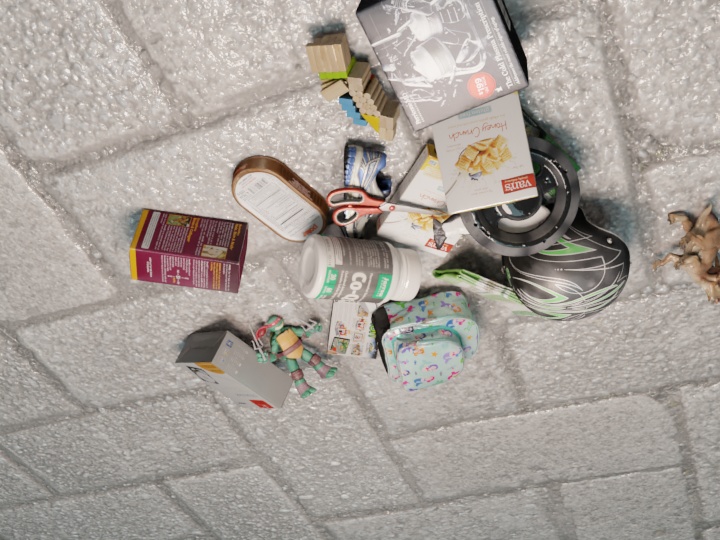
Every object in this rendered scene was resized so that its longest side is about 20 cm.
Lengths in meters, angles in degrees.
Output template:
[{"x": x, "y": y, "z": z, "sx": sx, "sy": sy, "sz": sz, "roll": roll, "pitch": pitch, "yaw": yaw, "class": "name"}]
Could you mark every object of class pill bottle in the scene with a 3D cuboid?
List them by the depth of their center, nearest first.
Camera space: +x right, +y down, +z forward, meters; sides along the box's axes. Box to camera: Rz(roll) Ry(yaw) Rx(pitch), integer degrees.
[{"x": 0.000, "y": 0.000, "z": 1.442, "sx": 0.200, "sy": 0.113, "sz": 0.113, "roll": 5, "pitch": 137, "yaw": -24, "class": "pill bottle"}]

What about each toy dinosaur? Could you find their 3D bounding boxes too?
[{"x": 0.621, "y": -0.042, "z": 1.466, "sx": 0.135, "sy": 0.086, "sz": 0.200, "roll": -2, "pitch": 119, "yaw": -9, "class": "toy dinosaur"}]

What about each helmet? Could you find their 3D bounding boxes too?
[{"x": 0.362, "y": -0.005, "z": 1.423, "sx": 0.200, "sy": 0.191, "sz": 0.200, "roll": -15, "pitch": 132, "yaw": -17, "class": "helmet"}]

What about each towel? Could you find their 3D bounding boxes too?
[{"x": 0.247, "y": 0.045, "z": 1.546, "sx": 0.200, "sy": 0.031, "sz": 0.149, "roll": 21, "pitch": 173, "yaw": -13, "class": "towel"}]

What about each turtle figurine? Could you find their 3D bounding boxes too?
[{"x": -0.142, "y": 0.159, "z": 1.698, "sx": 0.150, "sy": 0.101, "sz": 0.200, "roll": -36, "pitch": 103, "yaw": -8, "class": "turtle figurine"}]

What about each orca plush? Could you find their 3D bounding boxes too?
[{"x": 0.223, "y": -0.077, "z": 1.395, "sx": 0.200, "sy": 0.071, "sz": 0.105, "roll": -22, "pitch": 91, "yaw": 3, "class": "orca plush"}]

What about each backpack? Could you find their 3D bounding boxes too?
[{"x": 0.138, "y": 0.136, "z": 1.615, "sx": 0.200, "sy": 0.151, "sz": 0.178, "roll": -18, "pitch": 136, "yaw": -6, "class": "backpack"}]

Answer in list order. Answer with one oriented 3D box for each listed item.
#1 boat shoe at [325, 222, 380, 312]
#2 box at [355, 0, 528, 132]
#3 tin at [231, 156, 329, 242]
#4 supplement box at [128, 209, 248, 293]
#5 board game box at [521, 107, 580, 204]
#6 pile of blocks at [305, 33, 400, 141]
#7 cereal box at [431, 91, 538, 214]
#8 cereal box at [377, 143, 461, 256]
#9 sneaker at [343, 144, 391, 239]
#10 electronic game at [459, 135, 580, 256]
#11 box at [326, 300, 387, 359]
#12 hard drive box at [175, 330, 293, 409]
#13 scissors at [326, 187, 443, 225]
[{"x": -0.001, "y": -0.013, "z": 1.541, "sx": 0.066, "sy": 0.072, "sz": 0.200, "roll": -33, "pitch": 113, "yaw": -14, "class": "boat shoe"}, {"x": 0.121, "y": -0.332, "z": 1.163, "sx": 0.182, "sy": 0.104, "sz": 0.200, "roll": -19, "pitch": 120, "yaw": 22, "class": "box"}, {"x": -0.144, "y": -0.124, "z": 1.461, "sx": 0.112, "sy": 0.042, "sz": 0.200, "roll": -29, "pitch": 127, "yaw": 34, "class": "tin"}, {"x": -0.315, "y": -0.035, "z": 1.507, "sx": 0.200, "sy": 0.110, "sz": 0.086, "roll": 8, "pitch": 136, "yaw": -4, "class": "supplement box"}, {"x": 0.267, "y": -0.194, "z": 1.348, "sx": 0.200, "sy": 0.023, "sz": 0.105, "roll": 38, "pitch": 103, "yaw": -28, "class": "board game box"}, {"x": -0.008, "y": -0.290, "z": 1.273, "sx": 0.082, "sy": 0.062, "sz": 0.200, "roll": -18, "pitch": 124, "yaw": 36, "class": "pile of blocks"}, {"x": 0.190, "y": -0.199, "z": 1.277, "sx": 0.144, "sy": 0.040, "sz": 0.200, "roll": -12, "pitch": 90, "yaw": 14, "class": "cereal box"}, {"x": 0.135, "y": -0.118, "z": 1.432, "sx": 0.144, "sy": 0.040, "sz": 0.200, "roll": 17, "pitch": 133, "yaw": -18, "class": "cereal box"}, {"x": 0.012, "y": -0.127, "z": 1.421, "sx": 0.085, "sy": 0.077, "sz": 0.200, "roll": 0, "pitch": 136, "yaw": -2, "class": "sneaker"}, {"x": 0.258, "y": -0.121, "z": 1.329, "sx": 0.200, "sy": 0.042, "sz": 0.200, "roll": 0, "pitch": 105, "yaw": 0, "class": "electronic game"}, {"x": -0.008, "y": 0.104, "z": 1.679, "sx": 0.110, "sy": 0.035, "sz": 0.200, "roll": 7, "pitch": 135, "yaw": -3, "class": "box"}, {"x": -0.268, "y": 0.214, "z": 1.740, "sx": 0.200, "sy": 0.077, "sz": 0.156, "roll": 40, "pitch": 151, "yaw": -30, "class": "hard drive box"}, {"x": 0.042, "y": -0.114, "z": 1.386, "sx": 0.200, "sy": 0.014, "sz": 0.073, "roll": -4, "pitch": 124, "yaw": -1, "class": "scissors"}]
